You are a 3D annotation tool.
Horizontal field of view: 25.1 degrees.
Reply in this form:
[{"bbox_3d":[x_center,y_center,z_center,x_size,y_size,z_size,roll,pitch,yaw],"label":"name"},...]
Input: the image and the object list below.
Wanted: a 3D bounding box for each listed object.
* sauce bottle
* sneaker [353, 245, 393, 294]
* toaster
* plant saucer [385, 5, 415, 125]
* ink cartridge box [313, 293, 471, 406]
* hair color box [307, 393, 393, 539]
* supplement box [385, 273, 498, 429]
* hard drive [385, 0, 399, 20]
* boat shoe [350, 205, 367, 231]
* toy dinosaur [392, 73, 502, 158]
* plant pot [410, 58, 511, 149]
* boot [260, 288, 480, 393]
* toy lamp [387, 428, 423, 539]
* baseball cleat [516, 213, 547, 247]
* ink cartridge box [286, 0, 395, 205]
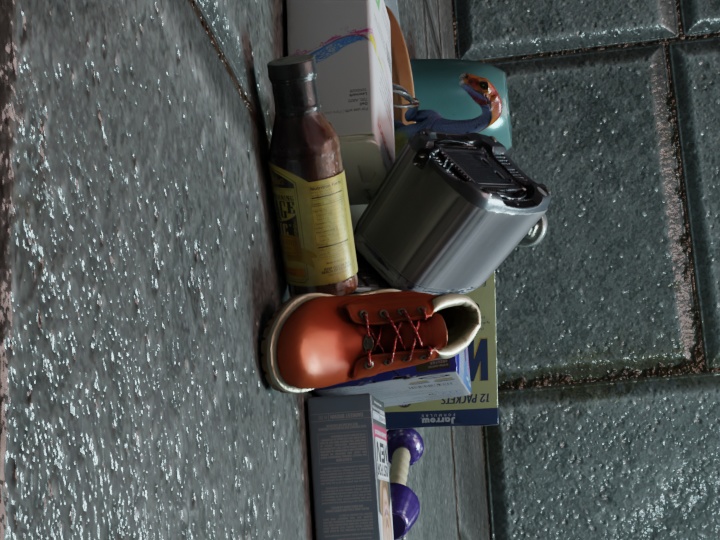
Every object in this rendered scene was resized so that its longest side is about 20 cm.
[{"bbox_3d":[-0.044,-0.076,1.342,0.066,0.065,0.202,-68,150,-74],"label":"sauce bottle"},{"bbox_3d":[-0.004,0.017,1.538,0.088,0.076,0.199,-54,162,22],"label":"sneaker"},{"bbox_3d":[0.080,-0.051,1.506,0.114,0.130,0.199,44,23,22],"label":"toaster"},{"bbox_3d":[0.018,-0.193,1.795,0.200,0.032,0.203,173,-90,-77],"label":"plant saucer"},{"bbox_3d":[0.028,0.077,1.493,0.200,0.135,0.077,50,32,-77],"label":"ink cartridge box"},{"bbox_3d":[-0.005,0.216,1.438,0.099,0.060,0.202,47,39,-78],"label":"hair color box"},{"bbox_3d":[0.082,0.048,1.818,0.200,0.133,0.202,-88,175,-72],"label":"supplement box"},{"bbox_3d":[0.031,-0.306,2.173,0.200,0.032,0.141,-67,151,-75],"label":"hard drive"},{"bbox_3d":[-0.002,-0.018,1.654,0.063,0.072,0.202,-125,-153,-65],"label":"boat shoe"},{"bbox_3d":[0.057,-0.148,1.670,0.200,0.180,0.106,-93,166,-83],"label":"toy dinosaur"},{"bbox_3d":[0.170,-0.261,2.700,0.201,0.159,0.203,-6,90,-83],"label":"plant pot"},{"bbox_3d":[0.010,0.050,1.289,0.199,0.106,0.076,-15,101,-48],"label":"boot"},{"bbox_3d":[0.042,0.235,1.789,0.200,0.058,0.059,-75,159,-69],"label":"toy lamp"},{"bbox_3d":[0.137,-0.084,1.782,0.106,0.199,0.070,12,110,-59],"label":"baseball cleat"},{"bbox_3d":[-0.017,-0.180,1.529,0.145,0.083,0.202,67,20,-66],"label":"ink cartridge box"}]
